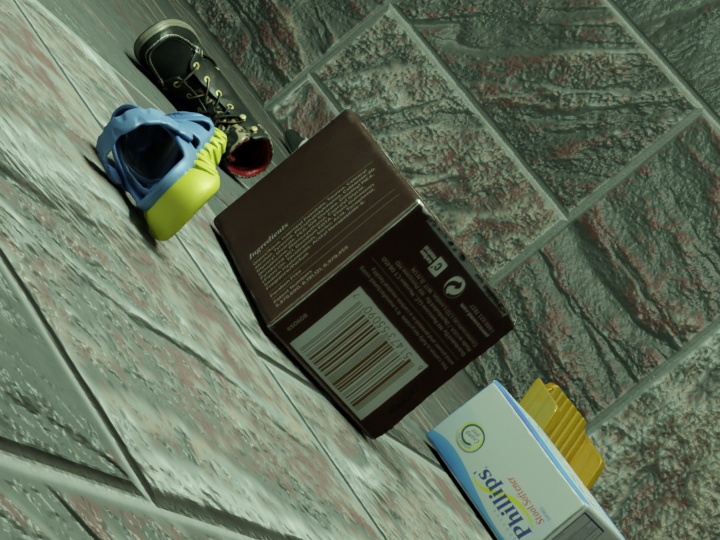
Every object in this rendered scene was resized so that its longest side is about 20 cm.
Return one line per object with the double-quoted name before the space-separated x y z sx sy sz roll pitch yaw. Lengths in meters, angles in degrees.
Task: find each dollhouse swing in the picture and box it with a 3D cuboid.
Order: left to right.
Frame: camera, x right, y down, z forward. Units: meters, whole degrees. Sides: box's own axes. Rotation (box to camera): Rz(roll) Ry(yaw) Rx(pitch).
"dollhouse swing" 0.326 0.305 2.427 0.175 0.182 0.200 26 -15 44

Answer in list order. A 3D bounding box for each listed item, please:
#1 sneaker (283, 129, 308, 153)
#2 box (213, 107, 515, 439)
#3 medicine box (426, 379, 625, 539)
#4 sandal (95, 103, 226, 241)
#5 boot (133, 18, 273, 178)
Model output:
"sneaker" -0.074 -0.214 3.031 0.200 0.088 0.074 53 6 35
"box" 0.000 0.000 1.388 0.166 0.164 0.200 48 5 -34
"medicine box" 0.186 0.245 1.750 0.183 0.103 0.200 54 4 31
"sandal" -0.151 -0.093 1.184 0.087 0.079 0.200 46 4 -15
"boot" -0.177 -0.195 1.835 0.151 0.073 0.200 53 -1 22
